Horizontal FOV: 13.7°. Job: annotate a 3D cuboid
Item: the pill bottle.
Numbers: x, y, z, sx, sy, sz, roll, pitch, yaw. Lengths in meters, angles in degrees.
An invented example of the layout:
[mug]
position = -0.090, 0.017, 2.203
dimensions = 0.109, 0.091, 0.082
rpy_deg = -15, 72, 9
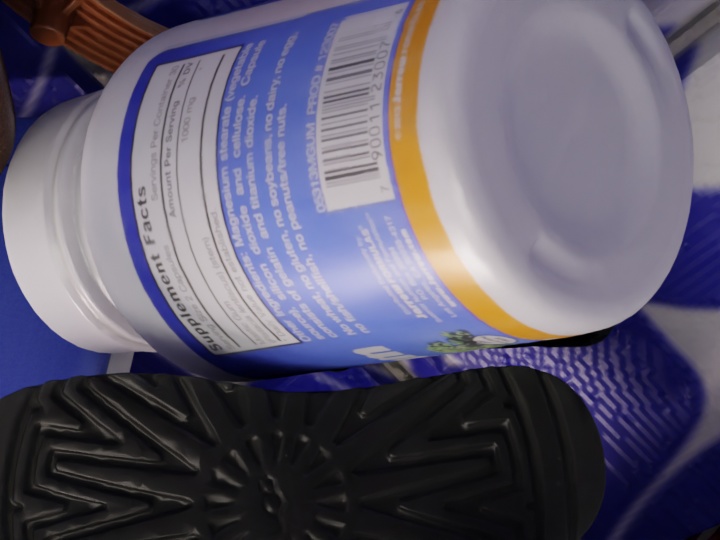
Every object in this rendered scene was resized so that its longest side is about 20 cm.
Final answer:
[pill bottle]
position = -0.011, -0.026, 0.885
dimensions = 0.199, 0.112, 0.112
rpy_deg = -10, 119, 43

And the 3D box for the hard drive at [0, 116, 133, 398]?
[hard drive]
position = -0.139, 0.043, 0.978
dimensions = 0.131, 0.201, 0.025
rpy_deg = 0, 153, 25

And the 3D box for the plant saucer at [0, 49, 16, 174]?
[plant saucer]
position = -0.152, -0.108, 0.938
dimensions = 0.034, 0.200, 0.201
rpy_deg = -23, 120, -12

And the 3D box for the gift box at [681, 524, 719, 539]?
[gift box]
position = 0.133, 0.199, 0.979
dimensions = 0.199, 0.184, 0.187
rpy_deg = -24, 100, 42

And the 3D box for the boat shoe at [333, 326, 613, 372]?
[boat shoe]
position = 0.001, 0.001, 0.983
dimensions = 0.198, 0.066, 0.075
rpy_deg = 2, 144, 21

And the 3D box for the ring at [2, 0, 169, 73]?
[ring]
position = -0.043, -0.095, 0.918
dimensions = 0.199, 0.019, 0.201
rpy_deg = 13, 154, 6

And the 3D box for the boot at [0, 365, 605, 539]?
[boot]
position = -0.030, 0.079, 0.934
dimensions = 0.210, 0.080, 0.158
rpy_deg = -1, 171, -6
